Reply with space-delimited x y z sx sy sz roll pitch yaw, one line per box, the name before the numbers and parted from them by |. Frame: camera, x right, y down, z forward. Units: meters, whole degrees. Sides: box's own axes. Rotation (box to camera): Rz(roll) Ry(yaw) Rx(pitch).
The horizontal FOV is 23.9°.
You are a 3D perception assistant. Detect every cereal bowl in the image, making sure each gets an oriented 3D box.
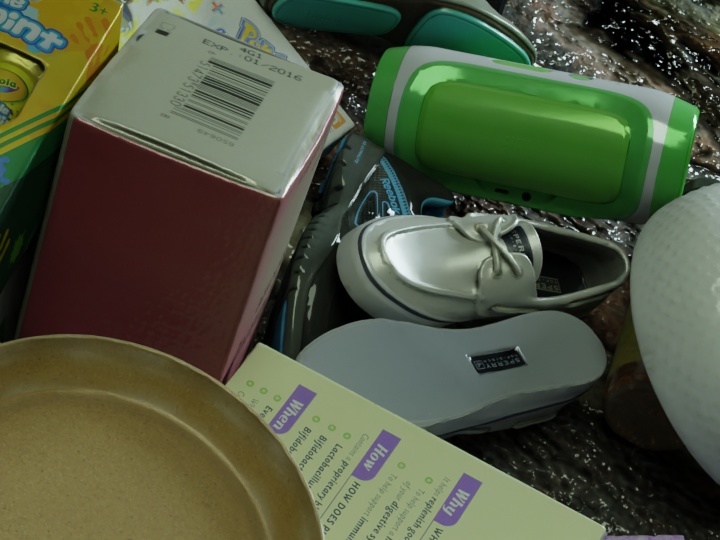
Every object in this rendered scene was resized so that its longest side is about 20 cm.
cereal bowl | 0.249 0.035 0.975 0.200 0.083 0.200 23 54 -36

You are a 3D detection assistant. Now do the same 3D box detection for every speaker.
speaker | 0.107 -0.086 1.069 0.200 0.089 0.088 13 47 11

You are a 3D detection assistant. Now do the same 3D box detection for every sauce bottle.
sauce bottle | 0.197 0.019 1.042 0.066 0.066 0.200 21 48 1

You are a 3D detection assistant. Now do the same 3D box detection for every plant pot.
plant pot | -0.111 0.116 0.729 0.200 0.027 0.200 15 47 -16

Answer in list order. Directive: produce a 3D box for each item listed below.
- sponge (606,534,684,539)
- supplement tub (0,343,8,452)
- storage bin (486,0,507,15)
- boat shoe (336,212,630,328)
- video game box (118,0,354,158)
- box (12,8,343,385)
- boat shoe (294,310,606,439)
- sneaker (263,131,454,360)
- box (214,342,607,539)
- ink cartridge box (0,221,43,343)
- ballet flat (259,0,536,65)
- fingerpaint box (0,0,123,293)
sponge | 0.130 0.225 0.867 0.111 0.030 0.200 4 50 -13
supplement tub | -0.208 0.136 0.770 0.132 0.132 0.200 9 48 -10
storage bin | 0.015 -0.248 1.153 0.200 0.135 0.094 19 32 -1
boat shoe | 0.077 -0.002 0.979 0.200 0.066 0.072 11 57 -39
video game box | -0.126 -0.113 1.021 0.200 0.047 0.182 51 50 -3
box | -0.098 -0.009 0.869 0.109 0.200 0.128 22 35 1
boat shoe | 0.042 0.068 0.946 0.200 0.070 0.071 -8 56 -33
sneaker | 0.000 0.000 0.992 0.082 0.073 0.200 24 50 -3
box | -0.015 0.163 0.811 0.200 0.097 0.176 27 52 15
ink cartridge box | -0.260 -0.038 0.892 0.200 0.145 0.084 24 51 4
ballet flat | 0.028 -0.176 1.098 0.200 0.067 0.064 12 61 -26
fingerpaint box | -0.235 -0.085 0.794 0.200 0.073 0.167 22 53 2
